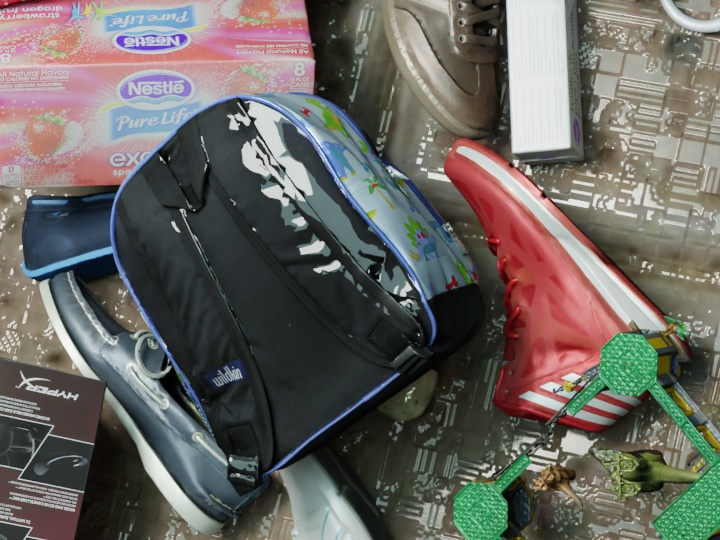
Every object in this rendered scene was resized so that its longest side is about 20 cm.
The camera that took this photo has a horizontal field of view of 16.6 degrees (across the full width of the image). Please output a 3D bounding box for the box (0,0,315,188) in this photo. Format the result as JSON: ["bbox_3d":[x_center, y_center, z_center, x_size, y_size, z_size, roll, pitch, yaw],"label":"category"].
[{"bbox_3d":[-0.132,-0.120,1.550,0.199,0.095,0.103,-2,40,-7],"label":"box"}]

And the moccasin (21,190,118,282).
[{"bbox_3d":[-0.136,-0.046,1.605,0.199,0.080,0.069,-14,77,14],"label":"moccasin"}]

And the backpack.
[{"bbox_3d":[-0.042,-0.003,1.483,0.183,0.147,0.200,-38,84,24],"label":"backpack"}]

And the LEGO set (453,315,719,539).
[{"bbox_3d":[0.164,0.128,1.468,0.154,0.116,0.200,42,110,20],"label":"LEGO set"}]

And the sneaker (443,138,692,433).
[{"bbox_3d":[0.098,0.018,1.522,0.116,0.078,0.200,-46,70,4],"label":"sneaker"}]

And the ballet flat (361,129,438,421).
[{"bbox_3d":[0.000,0.000,1.566,0.066,0.057,0.201,-20,76,13],"label":"ballet flat"}]

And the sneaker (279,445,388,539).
[{"bbox_3d":[-0.014,0.188,1.531,0.080,0.070,0.201,-33,73,12],"label":"sneaker"}]

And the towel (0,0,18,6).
[{"bbox_3d":[-0.167,-0.226,1.571,0.199,0.023,0.145,-14,44,-7],"label":"towel"}]

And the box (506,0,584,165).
[{"bbox_3d":[0.115,-0.169,1.570,0.041,0.039,0.201,-6,78,18],"label":"box"}]

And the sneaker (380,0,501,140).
[{"bbox_3d":[0.056,-0.184,1.563,0.075,0.070,0.201,-32,68,40],"label":"sneaker"}]

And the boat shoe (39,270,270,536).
[{"bbox_3d":[-0.133,0.075,1.585,0.062,0.075,0.200,-39,73,9],"label":"boat shoe"}]

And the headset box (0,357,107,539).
[{"bbox_3d":[-0.230,0.160,1.555,0.077,0.149,0.201,15,83,-18],"label":"headset box"}]

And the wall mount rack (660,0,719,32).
[{"bbox_3d":[0.217,-0.258,1.536,0.173,0.075,0.201,-21,76,12],"label":"wall mount rack"}]
